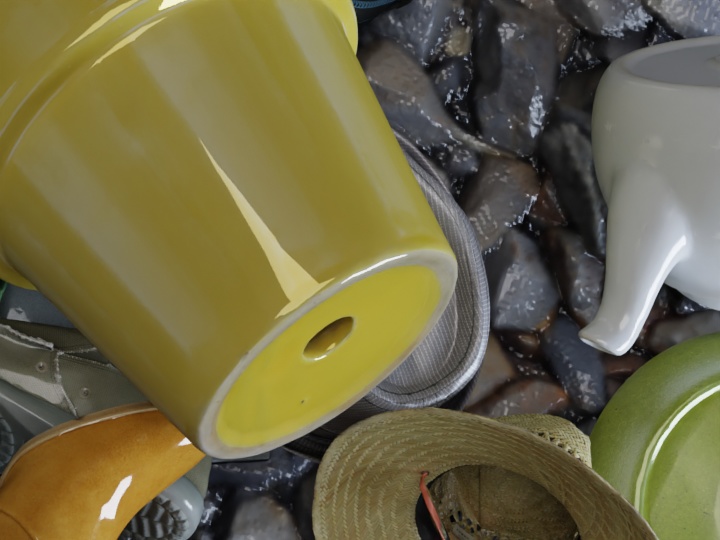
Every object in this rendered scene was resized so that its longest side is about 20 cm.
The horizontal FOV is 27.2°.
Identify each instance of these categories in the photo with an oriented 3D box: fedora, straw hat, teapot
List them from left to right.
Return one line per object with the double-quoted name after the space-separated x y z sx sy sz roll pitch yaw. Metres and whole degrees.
0.000 0.000 0.758 0.175 0.090 0.202 -9 83 -26 "fedora"
0.074 0.117 0.745 0.200 0.201 0.085 35 46 1 "straw hat"
0.217 -0.041 0.782 0.198 0.198 0.148 -2 108 13 "teapot"

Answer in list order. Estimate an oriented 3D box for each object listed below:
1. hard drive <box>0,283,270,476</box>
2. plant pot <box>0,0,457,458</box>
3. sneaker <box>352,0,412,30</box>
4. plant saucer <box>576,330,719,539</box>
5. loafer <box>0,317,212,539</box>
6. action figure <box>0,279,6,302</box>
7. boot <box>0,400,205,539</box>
-0.150 0.035 0.784 0.198 0.033 0.141 -2 80 -7 "hard drive"
-0.062 -0.034 0.629 0.200 0.201 0.189 -34 67 -11 "plant pot"
-0.033 -0.147 0.807 0.200 0.082 0.073 -42 88 -11 "sneaker"
0.211 0.128 0.771 0.198 0.031 0.202 1 80 -6 "plant saucer"
-0.158 0.062 0.734 0.199 0.075 0.070 31 47 1 "loafer"
-0.176 -0.070 0.725 0.117 0.055 0.202 -7 119 -40 "action figure"
-0.127 0.149 0.614 0.200 0.071 0.145 -24 56 -12 "boot"
